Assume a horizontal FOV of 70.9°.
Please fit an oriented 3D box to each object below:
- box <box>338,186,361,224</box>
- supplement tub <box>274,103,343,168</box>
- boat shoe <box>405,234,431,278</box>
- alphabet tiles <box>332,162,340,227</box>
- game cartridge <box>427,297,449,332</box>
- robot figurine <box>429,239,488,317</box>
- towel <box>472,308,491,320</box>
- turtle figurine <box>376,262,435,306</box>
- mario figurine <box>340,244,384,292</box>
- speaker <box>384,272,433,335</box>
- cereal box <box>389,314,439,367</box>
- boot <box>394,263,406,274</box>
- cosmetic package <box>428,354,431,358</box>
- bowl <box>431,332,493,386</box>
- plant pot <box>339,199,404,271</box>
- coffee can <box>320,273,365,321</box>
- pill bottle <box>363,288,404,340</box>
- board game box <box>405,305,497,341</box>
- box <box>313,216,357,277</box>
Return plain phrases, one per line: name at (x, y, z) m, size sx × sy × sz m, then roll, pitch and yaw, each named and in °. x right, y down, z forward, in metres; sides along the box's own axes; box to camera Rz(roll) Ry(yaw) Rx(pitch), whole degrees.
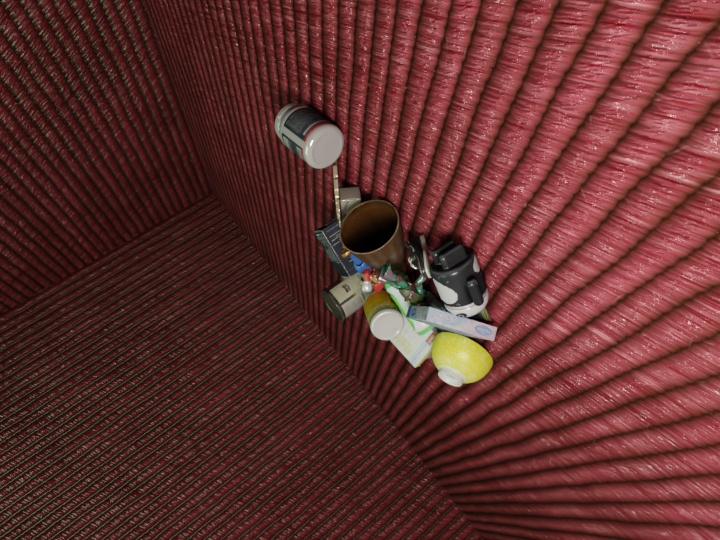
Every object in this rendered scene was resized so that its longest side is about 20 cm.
box at (-0.031, -0.168, 1.663) m, size 0.082 × 0.068 × 0.201 m, roll -99°, pitch 5°, yaw -52°
supplement tub at (-0.158, -0.413, 1.541) m, size 0.200 × 0.140 × 0.141 m, roll 43°, pitch 159°, yaw 33°
boat shoe at (0.157, -0.036, 1.378) m, size 0.200 × 0.060 × 0.074 m, roll -90°, pitch -18°, yaw -57°
alphabet tiles at (-0.077, -0.250, 1.642) m, size 0.200 × 0.015 × 0.196 m, roll 89°, pitch 177°, yaw -69°
game cartridge at (0.262, 0.168, 1.670) m, size 0.133 × 0.040 × 0.200 m, roll 29°, pitch 149°, yaw 47°
robot figurine at (0.250, 0.025, 1.293) m, size 0.124 × 0.150 × 0.200 m, roll -14°, pitch 117°, yaw 26°
towel at (0.283, 0.057, 1.438) m, size 0.200 × 0.023 × 0.144 m, roll 59°, pitch 161°, yaw -13°
turtle figurine at (0.154, 0.045, 1.505) m, size 0.199 × 0.101 × 0.150 m, roll 24°, pitch 147°, yaw -10°
mario figurine at (0.000, 0.000, 1.654) m, size 0.106 × 0.124 × 0.200 m, roll -8°, pitch 129°, yaw 50°
speaker at (0.163, 0.107, 1.625) m, size 0.200 × 0.088 × 0.088 m, roll 55°, pitch 162°, yaw 0°
cereal box at (0.169, 0.210, 1.729) m, size 0.200 × 0.144 × 0.039 m, roll 47°, pitch -155°, yaw 26°
boot at (0.079, -0.025, 1.740) m, size 0.200 × 0.074 × 0.155 m, roll 49°, pitch 164°, yaw 24°
cosmetic package at (0.196, 0.217, 1.802) m, size 0.200 × 0.073 × 0.103 m, roll 48°, pitch -163°, yaw 25°
bowl at (0.299, 0.294, 1.574) m, size 0.200 × 0.108 × 0.200 m, roll 25°, pitch 152°, yaw 14°
plant pot at (0.061, -0.083, 1.552) m, size 0.187 × 0.187 × 0.200 m, roll 41°, pitch 174°, yaw 37°
coffee can at (-0.036, 0.087, 2.019) m, size 0.146 × 0.200 × 0.147 m, roll 48°, pitch 161°, yaw 23°
pill bottle at (0.071, 0.134, 1.688) m, size 0.200 × 0.112 × 0.113 m, roll -111°, pitch -4°, yaw -64°
board game box at (0.251, 0.146, 1.429) m, size 0.199 × 0.044 × 0.199 m, roll 18°, pitch 175°, yaw -9°
box at (-0.048, -0.095, 1.814) m, size 0.200 × 0.148 × 0.104 m, roll 60°, pitch 162°, yaw -13°
